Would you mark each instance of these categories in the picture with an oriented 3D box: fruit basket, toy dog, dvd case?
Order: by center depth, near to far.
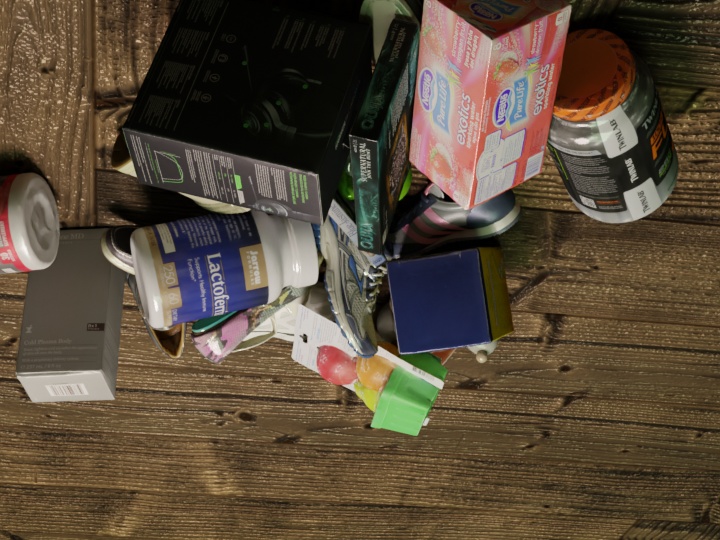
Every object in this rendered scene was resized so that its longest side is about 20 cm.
[{"bbox_3d":[-0.043,-0.100,1.440,0.018,0.143,0.200,-34,142,7],"label":"dvd case"},{"bbox_3d":[0.008,0.117,1.702,0.199,0.094,0.185,32,156,10],"label":"fruit basket"},{"bbox_3d":[0.097,0.091,1.806,0.199,0.097,0.132,6,150,-10],"label":"toy dog"}]

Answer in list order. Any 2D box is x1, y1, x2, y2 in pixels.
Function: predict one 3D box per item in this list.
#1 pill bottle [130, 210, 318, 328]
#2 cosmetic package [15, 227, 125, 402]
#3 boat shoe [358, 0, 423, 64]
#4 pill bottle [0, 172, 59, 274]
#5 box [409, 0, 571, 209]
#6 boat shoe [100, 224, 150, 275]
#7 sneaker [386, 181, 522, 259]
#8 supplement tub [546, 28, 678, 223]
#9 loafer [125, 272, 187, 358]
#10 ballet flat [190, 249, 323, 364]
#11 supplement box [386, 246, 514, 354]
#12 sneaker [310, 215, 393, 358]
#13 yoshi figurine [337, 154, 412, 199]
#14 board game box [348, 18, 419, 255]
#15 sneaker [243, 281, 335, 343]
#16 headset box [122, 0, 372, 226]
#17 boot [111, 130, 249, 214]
[{"bbox_3d":[-0.155,-0.010,1.560,0.199,0.116,0.116,-13,152,-13],"label":"pill bottle"},{"bbox_3d":[-0.344,0.052,1.639,0.106,0.201,0.090,-4,152,1],"label":"cosmetic package"},{"bbox_3d":[0.052,-0.214,1.322,0.071,0.061,0.201,16,154,26],"label":"boat shoe"},{"bbox_3d":[-0.454,-0.046,1.554,0.199,0.111,0.111,-6,149,10],"label":"pill bottle"},{"bbox_3d":[0.116,-0.171,1.275,0.102,0.095,0.201,-28,143,-27],"label":"box"},{"bbox_3d":[-0.211,-0.026,1.636,0.199,0.072,0.065,15,142,-30],"label":"boat shoe"},{"bbox_3d":[0.085,-0.072,1.577,0.199,0.070,0.082,-16,121,30],"label":"sneaker"},{"bbox_3d":[0.246,-0.145,1.376,0.122,0.123,0.200,-11,149,18],"label":"supplement tub"},{"bbox_3d":[-0.248,0.042,1.729,0.072,0.073,0.200,-21,154,-7],"label":"loafer"},{"bbox_3d":[-0.114,0.044,1.678,0.200,0.069,0.071,-37,114,-6],"label":"ballet flat"},{"bbox_3d":[0.109,0.032,1.611,0.108,0.110,0.200,-8,179,14],"label":"supplement box"},{"bbox_3d":[0.000,0.000,1.570,0.085,0.201,0.077,-14,-179,5],"label":"sneaker"},{"bbox_3d":[-0.001,-0.134,1.416,0.112,0.112,0.200,-17,149,15],"label":"yoshi figurine"},{"bbox_3d":[0.025,-0.122,1.290,0.028,0.136,0.200,14,152,9],"label":"board game box"},{"bbox_3d":[-0.116,0.038,1.735,0.199,0.076,0.115,-9,151,20],"label":"sneaker"},{"bbox_3d":[-0.092,-0.153,1.265,0.199,0.175,0.093,13,152,9],"label":"headset box"},{"bbox_3d":[-0.150,-0.127,1.458,0.199,0.072,0.154,-21,144,40],"label":"boot"}]
